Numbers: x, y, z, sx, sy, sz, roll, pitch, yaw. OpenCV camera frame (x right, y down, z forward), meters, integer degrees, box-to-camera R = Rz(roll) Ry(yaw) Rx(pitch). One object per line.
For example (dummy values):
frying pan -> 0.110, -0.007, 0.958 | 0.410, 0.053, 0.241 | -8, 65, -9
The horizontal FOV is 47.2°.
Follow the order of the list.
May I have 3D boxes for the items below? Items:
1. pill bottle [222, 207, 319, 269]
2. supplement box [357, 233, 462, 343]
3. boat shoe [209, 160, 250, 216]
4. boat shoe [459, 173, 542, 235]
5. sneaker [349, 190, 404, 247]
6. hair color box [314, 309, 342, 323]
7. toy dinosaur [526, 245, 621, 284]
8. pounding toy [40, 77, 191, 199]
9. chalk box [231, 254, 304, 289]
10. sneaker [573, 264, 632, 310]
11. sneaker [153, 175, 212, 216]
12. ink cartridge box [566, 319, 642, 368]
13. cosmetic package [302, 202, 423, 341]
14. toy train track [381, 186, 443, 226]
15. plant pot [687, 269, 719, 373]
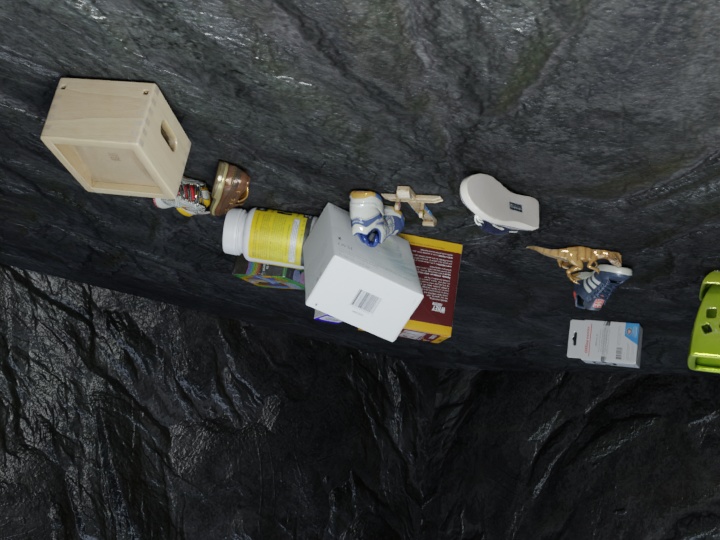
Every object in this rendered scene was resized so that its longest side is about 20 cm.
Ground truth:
pill bottle -> -0.186, -0.070, 1.737 | 0.195, 0.117, 0.114 | 9, 169, 2
supplement box -> 0.106, 0.039, 1.808 | 0.192, 0.205, 0.133 | 9, 168, -4
boat shoe -> -0.243, -0.143, 1.538 | 0.066, 0.074, 0.200 | 13, 165, -10
boat shoe -> 0.211, -0.100, 1.372 | 0.197, 0.077, 0.092 | 18, 158, -39
sneaker -> 0.025, -0.084, 1.564 | 0.074, 0.091, 0.199 | 0, 169, 26
hair color box -> -0.044, 0.005, 1.762 | 0.063, 0.205, 0.109 | 10, 169, -19
toy dinosaur -> 0.419, -0.029, 1.650 | 0.194, 0.062, 0.107 | 3, 144, 2
pounding toy -> -0.364, -0.205, 1.252 | 0.179, 0.146, 0.201 | 6, 157, 12
chalk box -> -0.175, -0.031, 1.891 | 0.196, 0.128, 0.123 | 4, 168, 30
sneaker -> 0.524, 0.041, 1.786 | 0.073, 0.087, 0.200 | 10, 168, -8
sneaker -> -0.334, -0.154, 1.584 | 0.080, 0.080, 0.200 | 1, 176, 17
ink cartridge box -> 0.703, 0.209, 2.370 | 0.196, 0.119, 0.068 | 3, 166, 30
cosmetic package -> 0.000, 0.000, 1.597 | 0.196, 0.124, 0.202 | 24, -154, -21
toy train track -> 0.105, -0.109, 1.527 | 0.112, 0.033, 0.200 | 5, 169, 21
plant pot -> 0.773, 0.108, 1.668 | 0.194, 0.186, 0.200 | 5, 168, 22
